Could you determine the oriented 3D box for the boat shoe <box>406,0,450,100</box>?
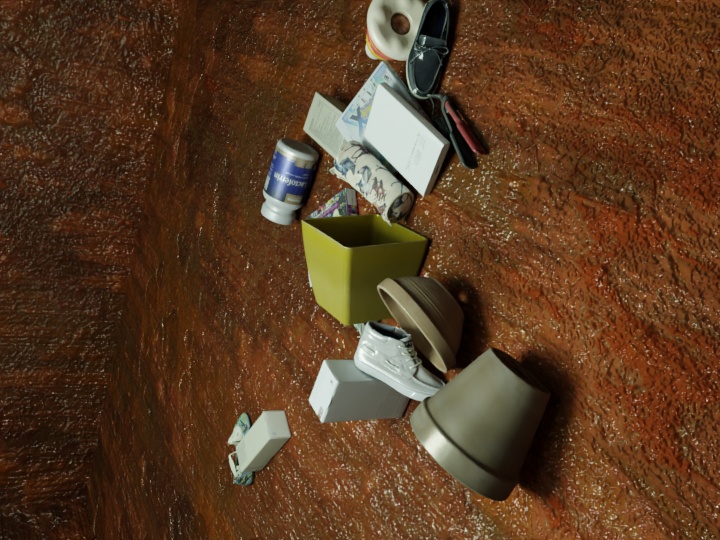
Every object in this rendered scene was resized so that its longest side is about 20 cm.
[{"bbox_3d":[0.138,-0.445,1.321,0.062,0.073,0.204,-143,65,-83],"label":"boat shoe"}]

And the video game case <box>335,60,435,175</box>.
[{"bbox_3d":[0.048,-0.307,1.414,0.184,0.022,0.200,55,134,8],"label":"video game case"}]

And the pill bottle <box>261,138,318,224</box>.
[{"bbox_3d":[-0.190,-0.231,1.739,0.116,0.114,0.203,46,123,48],"label":"pill bottle"}]

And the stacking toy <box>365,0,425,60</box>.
[{"bbox_3d":[0.059,-0.502,1.436,0.200,0.143,0.150,172,102,-73],"label":"stacking toy"}]

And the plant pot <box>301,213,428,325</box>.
[{"bbox_3d":[0.000,0.000,1.375,0.199,0.197,0.180,31,122,52],"label":"plant pot"}]

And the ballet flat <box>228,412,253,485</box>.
[{"bbox_3d":[-0.346,0.510,1.898,0.074,0.073,0.204,-36,56,47],"label":"ballet flat"}]

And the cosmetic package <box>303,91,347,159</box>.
[{"bbox_3d":[-0.056,-0.344,1.596,0.200,0.070,0.107,50,124,46],"label":"cosmetic package"}]

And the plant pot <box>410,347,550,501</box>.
[{"bbox_3d":[0.204,0.228,1.052,0.175,0.198,0.200,-55,41,12],"label":"plant pot"}]

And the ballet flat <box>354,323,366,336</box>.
[{"bbox_3d":[0.023,0.128,1.435,0.063,0.067,0.202,-32,56,16],"label":"ballet flat"}]

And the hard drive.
[{"bbox_3d":[0.089,-0.264,1.333,0.200,0.026,0.133,49,143,24],"label":"hard drive"}]

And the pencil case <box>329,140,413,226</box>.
[{"bbox_3d":[0.026,-0.184,1.402,0.090,0.077,0.200,-50,63,12],"label":"pencil case"}]

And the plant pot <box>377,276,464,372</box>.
[{"bbox_3d":[0.126,0.080,1.215,0.092,0.202,0.201,-37,40,-8],"label":"plant pot"}]

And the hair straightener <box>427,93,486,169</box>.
[{"bbox_3d":[0.170,-0.266,1.278,0.077,0.040,0.202,-54,50,37],"label":"hair straightener"}]

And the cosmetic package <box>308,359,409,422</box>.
[{"bbox_3d":[0.007,0.235,1.305,0.074,0.197,0.103,48,123,48],"label":"cosmetic package"}]

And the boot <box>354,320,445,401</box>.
[{"bbox_3d":[0.084,0.169,1.245,0.197,0.073,0.097,22,113,14],"label":"boot"}]

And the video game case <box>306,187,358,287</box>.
[{"bbox_3d":[-0.069,-0.075,1.606,0.199,0.035,0.185,-30,61,50],"label":"video game case"}]

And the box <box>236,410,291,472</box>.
[{"bbox_3d":[-0.264,0.462,1.785,0.201,0.067,0.083,-51,47,38],"label":"box"}]
